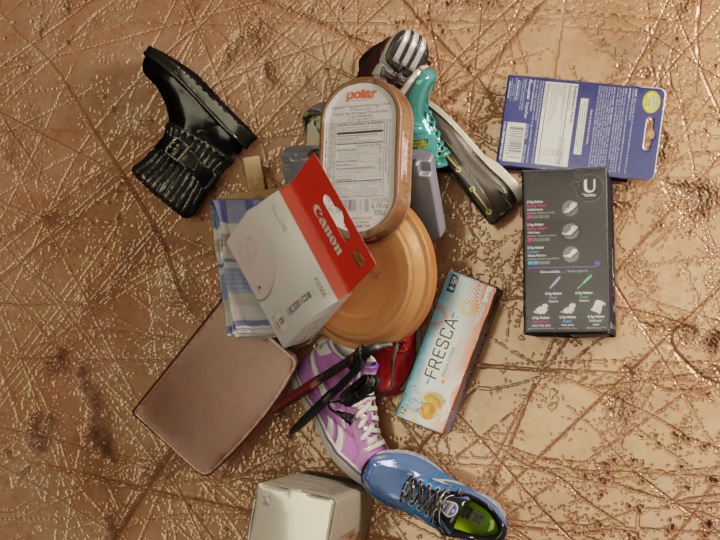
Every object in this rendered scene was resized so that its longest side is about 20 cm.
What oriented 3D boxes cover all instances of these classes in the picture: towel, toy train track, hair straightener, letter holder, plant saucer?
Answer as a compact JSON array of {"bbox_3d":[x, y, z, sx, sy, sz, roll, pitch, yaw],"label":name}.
[{"bbox_3d":[-0.115,-0.006,1.544,0.147,0.024,0.200,-1,64,-23],"label":"towel"},{"bbox_3d":[-0.134,-0.053,1.607,0.115,0.033,0.200,-10,89,-22],"label":"toy train track"},{"bbox_3d":[-0.020,0.151,1.477,0.200,0.041,0.077,-37,94,27],"label":"hair straightener"},{"bbox_3d":[-0.173,0.154,1.570,0.142,0.101,0.200,40,95,12],"label":"letter holder"},{"bbox_3d":[0.000,0.000,1.460,0.200,0.032,0.200,5,99,32],"label":"plant saucer"}]

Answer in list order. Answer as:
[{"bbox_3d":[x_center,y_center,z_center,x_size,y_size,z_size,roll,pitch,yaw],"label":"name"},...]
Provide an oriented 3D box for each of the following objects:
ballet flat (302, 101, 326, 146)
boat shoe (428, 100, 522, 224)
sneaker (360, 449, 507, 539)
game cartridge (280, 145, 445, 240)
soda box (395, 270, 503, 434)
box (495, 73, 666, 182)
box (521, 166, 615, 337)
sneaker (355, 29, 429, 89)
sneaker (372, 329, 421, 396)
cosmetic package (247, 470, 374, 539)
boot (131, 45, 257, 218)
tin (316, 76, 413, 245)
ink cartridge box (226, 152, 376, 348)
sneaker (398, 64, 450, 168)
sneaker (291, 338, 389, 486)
[{"bbox_3d":[-0.024,-0.131,1.568,0.072,0.072,0.200,-29,78,11],"label":"ballet flat"},{"bbox_3d":[0.119,-0.145,1.530,0.061,0.072,0.201,-45,79,-4],"label":"boat shoe"},{"bbox_3d":[0.096,0.279,1.469,0.200,0.089,0.079,23,84,-3],"label":"sneaker"},{"bbox_3d":[0.005,-0.092,1.496,0.200,0.041,0.133,5,127,21],"label":"game cartridge"},{"bbox_3d":[0.114,0.105,1.517,0.068,0.064,0.200,21,90,15],"label":"soda box"},{"bbox_3d":[0.280,-0.179,1.514,0.200,0.032,0.121,8,88,16],"label":"box"},{"bbox_3d":[0.256,-0.019,1.460,0.106,0.122,0.200,-2,85,15],"label":"box"},{"bbox_3d":[0.013,-0.219,1.551,0.076,0.116,0.200,32,89,-21],"label":"sneaker"},{"bbox_3d":[0.038,0.060,1.513,0.078,0.116,0.200,7,87,15],"label":"sneaker"},{"bbox_3d":[-0.057,0.305,1.473,0.103,0.200,0.087,10,87,16],"label":"cosmetic package"},{"bbox_3d":[-0.262,-0.191,1.631,0.158,0.079,0.211,-46,77,7],"label":"boot"},{"bbox_3d":[0.005,-0.132,1.418,0.112,0.042,0.200,-1,83,20],"label":"tin"},{"bbox_3d":[-0.077,-0.020,1.432,0.057,0.200,0.163,-20,73,-31],"label":"ink cartridge box"},{"bbox_3d":[0.077,-0.161,1.486,0.080,0.078,0.200,21,126,24],"label":"sneaker"},{"bbox_3d":[-0.002,0.177,1.516,0.114,0.073,0.201,-44,76,34],"label":"sneaker"}]
